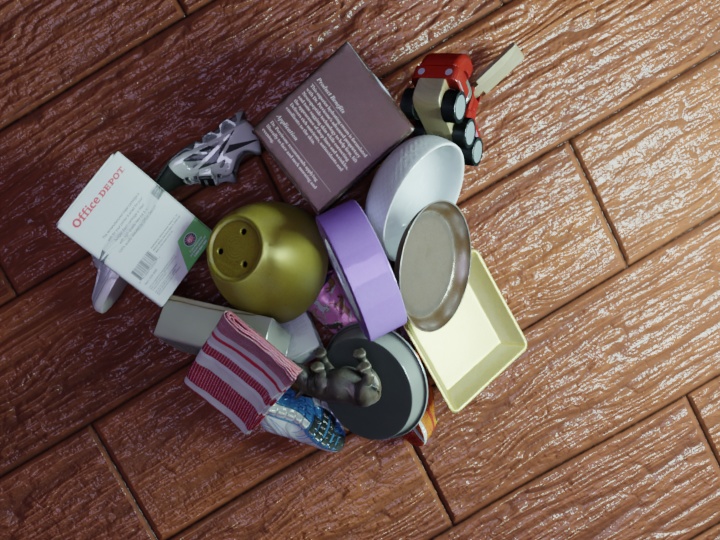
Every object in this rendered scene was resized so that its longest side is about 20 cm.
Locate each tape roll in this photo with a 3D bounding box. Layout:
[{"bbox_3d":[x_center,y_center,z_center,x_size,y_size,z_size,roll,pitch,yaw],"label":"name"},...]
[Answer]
[{"bbox_3d":[0.000,0.000,0.966,0.064,0.200,0.205,-25,96,-5],"label":"tape roll"}]

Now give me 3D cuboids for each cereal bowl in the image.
[{"bbox_3d":[0.074,-0.121,1.006,0.083,0.199,0.203,34,94,30],"label":"cereal bowl"}]

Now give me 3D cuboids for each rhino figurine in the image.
[{"bbox_3d":[-0.052,0.175,1.021,0.195,0.060,0.089,-3,121,32],"label":"rhino figurine"}]

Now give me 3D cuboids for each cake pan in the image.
[{"bbox_3d":[0.015,0.188,1.047,0.195,0.037,0.207,9,109,27],"label":"cake pan"}]

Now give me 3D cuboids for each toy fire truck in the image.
[{"bbox_3d":[0.170,-0.294,1.029,0.125,0.176,0.205,11,71,30],"label":"toy fire truck"}]

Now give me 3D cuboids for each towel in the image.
[{"bbox_3d":[-0.189,0.164,0.985,0.143,0.023,0.201,38,129,-2],"label":"towel"}]

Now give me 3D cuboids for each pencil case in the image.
[{"bbox_3d":[0.001,0.084,1.099,0.198,0.083,0.087,38,127,-5],"label":"pencil case"}]

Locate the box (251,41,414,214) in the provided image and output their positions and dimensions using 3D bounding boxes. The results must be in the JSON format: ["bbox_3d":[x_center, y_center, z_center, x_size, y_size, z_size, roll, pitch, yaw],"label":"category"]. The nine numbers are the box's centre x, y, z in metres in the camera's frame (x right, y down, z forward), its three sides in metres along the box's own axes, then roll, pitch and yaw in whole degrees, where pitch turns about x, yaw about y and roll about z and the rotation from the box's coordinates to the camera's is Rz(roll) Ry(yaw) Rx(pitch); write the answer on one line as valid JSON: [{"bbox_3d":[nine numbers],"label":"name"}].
[{"bbox_3d":[-0.043,-0.216,1.026,0.199,0.164,0.167,-39,95,2],"label":"box"}]

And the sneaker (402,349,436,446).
[{"bbox_3d":[0.089,0.205,1.092,0.071,0.077,0.205,12,130,28],"label":"sneaker"}]

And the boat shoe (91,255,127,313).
[{"bbox_3d":[-0.415,-0.032,1.082,0.067,0.072,0.205,23,95,-1],"label":"boat shoe"}]

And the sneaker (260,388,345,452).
[{"bbox_3d":[-0.116,0.254,1.091,0.197,0.076,0.087,34,130,-14],"label":"sneaker"}]

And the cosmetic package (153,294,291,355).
[{"bbox_3d":[-0.223,0.107,1.047,0.194,0.104,0.075,10,71,16],"label":"cosmetic package"}]

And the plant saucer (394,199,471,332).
[{"bbox_3d":[0.111,-0.008,1.001,0.031,0.197,0.207,11,97,40],"label":"plant saucer"}]

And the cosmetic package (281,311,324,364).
[{"bbox_3d":[-0.164,0.147,1.101,0.196,0.051,0.084,-28,66,2],"label":"cosmetic package"}]

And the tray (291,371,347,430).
[{"bbox_3d":[-0.048,0.229,1.133,0.193,0.037,0.102,2,95,-1],"label":"tray"}]

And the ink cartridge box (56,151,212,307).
[{"bbox_3d":[-0.355,-0.065,1.017,0.200,0.083,0.147,43,76,-24],"label":"ink cartridge box"}]

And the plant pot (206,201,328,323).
[{"bbox_3d":[-0.165,-0.022,1.018,0.194,0.142,0.207,-3,82,18],"label":"plant pot"}]

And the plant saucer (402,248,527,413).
[{"bbox_3d":[0.167,0.100,1.092,0.198,0.048,0.204,-34,96,-25],"label":"plant saucer"}]

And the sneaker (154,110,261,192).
[{"bbox_3d":[-0.253,-0.172,1.070,0.197,0.074,0.090,-35,93,2],"label":"sneaker"}]
